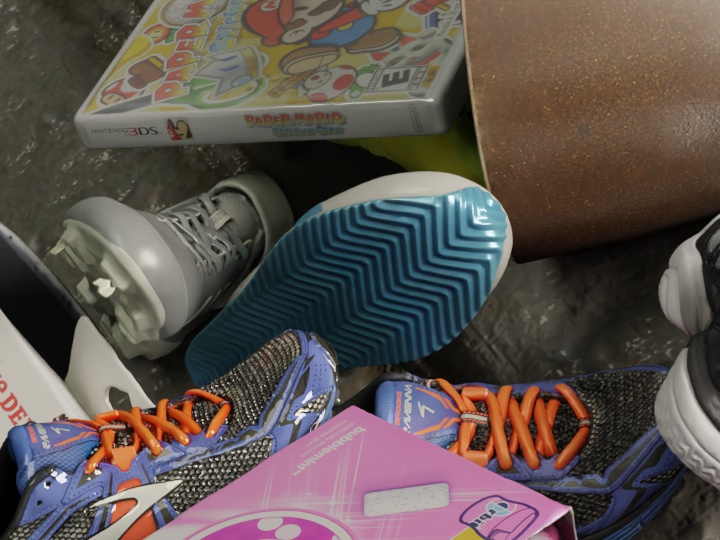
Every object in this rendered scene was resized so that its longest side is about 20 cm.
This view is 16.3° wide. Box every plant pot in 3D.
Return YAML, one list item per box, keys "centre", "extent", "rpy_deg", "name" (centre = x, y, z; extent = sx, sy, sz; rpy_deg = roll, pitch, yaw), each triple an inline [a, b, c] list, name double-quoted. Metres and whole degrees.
- centre: [0.154, -0.105, 1.023]
  extent: [0.199, 0.187, 0.188]
  rpy_deg: [-5, 48, 12]
  name: "plant pot"

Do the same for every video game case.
- centre: [-0.014, -0.125, 1.158]
  extent: [0.181, 0.023, 0.200]
  rpy_deg: [-1, 39, 25]
  name: "video game case"

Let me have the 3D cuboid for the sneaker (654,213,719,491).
- centre: [0.167, 0.002, 0.915]
  extent: [0.114, 0.075, 0.200]
  rpy_deg: [-54, 5, 25]
  name: "sneaker"

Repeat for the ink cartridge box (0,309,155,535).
- centre: [-0.158, 0.123, 1.048]
  extent: [0.200, 0.125, 0.129]
  rpy_deg: [-39, 41, -3]
  name: "ink cartridge box"

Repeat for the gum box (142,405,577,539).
- centre: [-0.033, 0.134, 0.843]
  extent: [0.200, 0.066, 0.113]
  rpy_deg: [-31, 35, -31]
  name: "gum box"

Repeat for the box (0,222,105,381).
- centre: [-0.243, 0.064, 1.178]
  extent: [0.148, 0.104, 0.200]
  rpy_deg: [17, 64, 43]
  name: "box"

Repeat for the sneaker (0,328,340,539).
- centre: [-0.094, 0.083, 0.930]
  extent: [0.200, 0.079, 0.075]
  rpy_deg: [-36, 23, -4]
  name: "sneaker"

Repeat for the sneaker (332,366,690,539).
- centre: [0.038, 0.076, 0.980]
  extent: [0.199, 0.079, 0.076]
  rpy_deg: [-17, 45, 21]
  name: "sneaker"

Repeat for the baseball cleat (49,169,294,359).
- centre: [-0.079, -0.014, 1.094]
  extent: [0.106, 0.070, 0.200]
  rpy_deg: [-38, 0, -9]
  name: "baseball cleat"

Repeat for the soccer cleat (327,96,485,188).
- centre: [0.006, -0.079, 1.170]
  extent: [0.084, 0.065, 0.200]
  rpy_deg: [-39, 38, 3]
  name: "soccer cleat"

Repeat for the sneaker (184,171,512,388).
- centre: [0.000, 0.000, 1.041]
  extent: [0.081, 0.077, 0.200]
  rpy_deg: [-49, 11, -36]
  name: "sneaker"
